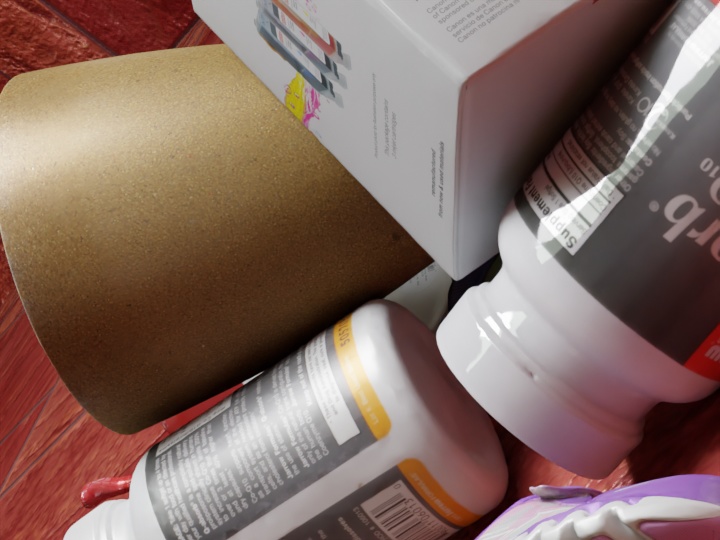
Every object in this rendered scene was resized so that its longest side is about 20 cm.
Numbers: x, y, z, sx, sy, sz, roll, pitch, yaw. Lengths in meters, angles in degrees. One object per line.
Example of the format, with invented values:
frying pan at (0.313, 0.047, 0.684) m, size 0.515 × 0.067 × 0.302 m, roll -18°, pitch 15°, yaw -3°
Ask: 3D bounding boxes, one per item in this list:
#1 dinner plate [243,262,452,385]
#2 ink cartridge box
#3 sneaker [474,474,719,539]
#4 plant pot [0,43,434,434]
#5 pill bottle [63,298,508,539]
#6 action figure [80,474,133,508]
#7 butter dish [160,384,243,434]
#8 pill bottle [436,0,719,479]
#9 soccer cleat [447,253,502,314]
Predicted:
dinner plate at (0.000, 0.000, 1.121) m, size 0.201 × 0.200 × 0.024 m, roll -51°, pitch -28°, yaw 13°
ink cartridge box at (0.032, -0.134, 0.882) m, size 0.145 × 0.200 × 0.145 m, roll -34°, pitch -26°, yaw -18°
sneaker at (0.082, 0.111, 0.754) m, size 0.200 × 0.080 × 0.089 m, roll -40°, pitch 11°, yaw 49°
plant pot at (-0.048, -0.036, 1.001) m, size 0.199 × 0.187 × 0.187 m, roll -17°, pitch 24°, yaw 13°
pill bottle at (-0.038, 0.111, 0.981) m, size 0.199 × 0.117 × 0.117 m, roll -34°, pitch 18°, yaw 14°
action figure at (-0.061, 0.116, 1.119) m, size 0.199 × 0.066 × 0.052 m, roll -21°, pitch 5°, yaw 26°
butter dish at (-0.075, 0.037, 1.323) m, size 0.200 × 0.147 × 0.200 m, roll -50°, pitch 13°, yaw 17°
pill bottle at (0.128, -0.020, 0.825) m, size 0.200 × 0.116 × 0.116 m, roll -51°, pitch 13°, yaw 15°
soccer cleat at (0.123, -0.015, 0.992) m, size 0.200 × 0.064 × 0.084 m, roll -42°, pitch 47°, yaw 29°
